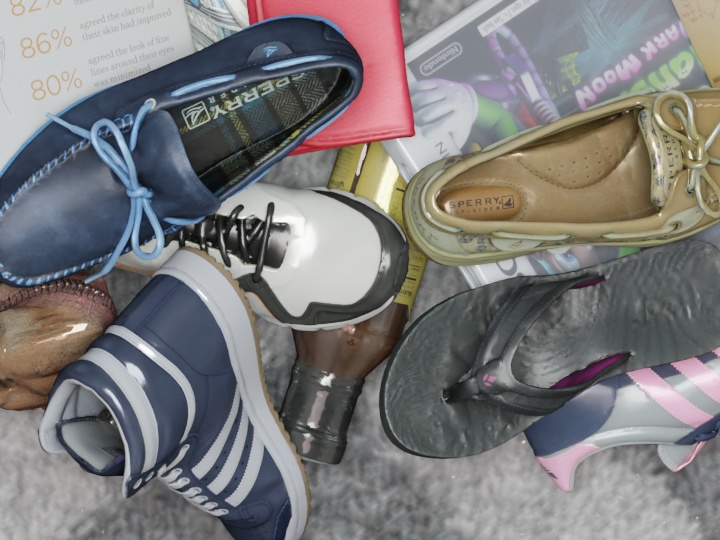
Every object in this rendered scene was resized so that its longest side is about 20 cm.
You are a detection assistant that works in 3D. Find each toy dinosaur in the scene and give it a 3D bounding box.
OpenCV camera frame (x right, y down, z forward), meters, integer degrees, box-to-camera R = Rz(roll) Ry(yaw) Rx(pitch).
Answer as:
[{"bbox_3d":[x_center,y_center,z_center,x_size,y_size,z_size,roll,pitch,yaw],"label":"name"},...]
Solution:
[{"bbox_3d":[-0.150,0.034,1.187,0.135,0.200,0.086,11,70,0],"label":"toy dinosaur"}]

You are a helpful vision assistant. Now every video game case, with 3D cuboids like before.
[{"bbox_3d":[0.119,-0.068,1.212,0.200,0.023,0.182,-34,96,-22],"label":"video game case"}]

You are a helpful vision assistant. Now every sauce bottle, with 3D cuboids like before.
[{"bbox_3d":[0.000,0.000,1.231,0.064,0.065,0.201,19,95,-3],"label":"sauce bottle"}]

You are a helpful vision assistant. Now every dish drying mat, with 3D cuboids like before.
[{"bbox_3d":[-0.023,-0.159,1.159,0.076,0.018,0.202,-8,86,13],"label":"dish drying mat"}]

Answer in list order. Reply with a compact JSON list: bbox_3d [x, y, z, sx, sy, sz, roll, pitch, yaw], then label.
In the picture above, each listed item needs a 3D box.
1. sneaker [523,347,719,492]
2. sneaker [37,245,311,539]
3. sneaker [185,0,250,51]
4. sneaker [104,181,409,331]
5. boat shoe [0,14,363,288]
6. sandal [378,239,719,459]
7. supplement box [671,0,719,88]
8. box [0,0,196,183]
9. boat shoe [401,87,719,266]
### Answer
[{"bbox_3d":[0.180,0.058,1.242,0.199,0.070,0.083,-13,101,6],"label":"sneaker"},{"bbox_3d":[-0.092,0.093,1.180,0.108,0.070,0.201,-44,139,-30],"label":"sneaker"},{"bbox_3d":[-0.092,-0.149,1.213,0.086,0.078,0.200,-39,91,12],"label":"sneaker"},{"bbox_3d":[-0.073,-0.015,1.187,0.199,0.080,0.074,10,89,21],"label":"sneaker"},{"bbox_3d":[-0.090,-0.059,1.095,0.200,0.069,0.084,-38,116,-5],"label":"boat shoe"},{"bbox_3d":[0.100,0.031,1.153,0.199,0.048,0.076,-22,89,-18],"label":"sandal"},{"bbox_3d":[0.235,-0.115,1.185,0.073,0.126,0.201,-27,91,-27],"label":"supplement box"},{"bbox_3d":[-0.181,-0.152,1.148,0.152,0.106,0.201,-20,105,-30],"label":"box"},{"bbox_3d":[0.121,-0.044,1.146,0.199,0.063,0.074,-16,86,-9],"label":"boat shoe"}]
